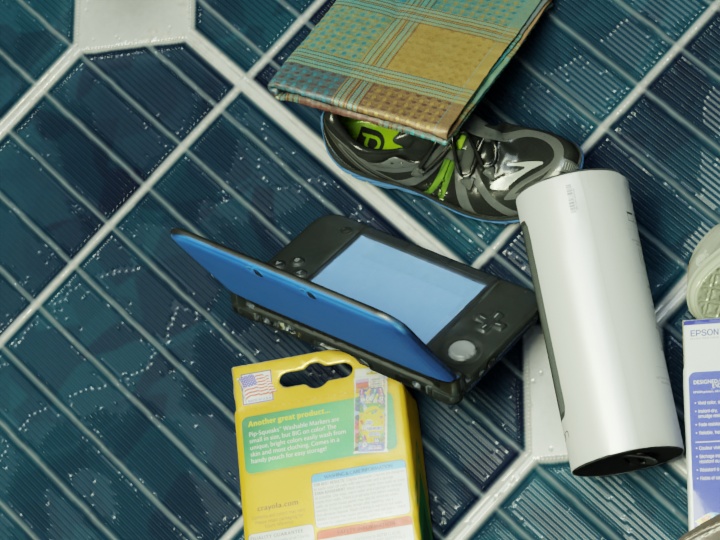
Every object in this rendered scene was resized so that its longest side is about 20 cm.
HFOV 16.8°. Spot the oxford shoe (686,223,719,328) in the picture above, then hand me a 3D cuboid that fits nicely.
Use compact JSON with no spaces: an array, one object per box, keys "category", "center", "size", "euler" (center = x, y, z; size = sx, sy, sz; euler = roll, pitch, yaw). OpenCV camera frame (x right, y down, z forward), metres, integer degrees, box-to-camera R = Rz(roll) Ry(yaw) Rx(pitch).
[{"category":"oxford shoe","center":[0.305,-0.032,1.678],"size":[0.199,0.075,0.058],"euler":[-33,20,0]}]

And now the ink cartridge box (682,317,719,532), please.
[{"category":"ink cartridge box","center":[0.266,0.131,1.633],"size":[0.094,0.037,0.202],"euler":[-4,77,15]}]

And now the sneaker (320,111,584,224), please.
[{"category":"sneaker","center":[0.061,-0.086,1.751],"size":[0.198,0.083,0.071],"euler":[13,74,17]}]

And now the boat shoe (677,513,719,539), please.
[{"category":"boat shoe","center":[0.284,0.175,1.568],"size":[0.198,0.060,0.072],"euler":[-13,74,11]}]

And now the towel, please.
[{"category":"towel","center":[0.039,-0.166,1.766],"size":[0.146,0.022,0.200],"euler":[16,43,20]}]

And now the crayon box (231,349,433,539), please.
[{"category":"crayon box","center":[-0.017,0.158,1.701],"size":[0.125,0.052,0.202],"euler":[-10,69,11]}]

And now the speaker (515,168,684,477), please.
[{"category":"speaker","center":[0.164,0.037,1.668],"size":[0.081,0.081,0.202],"euler":[-13,75,10]}]

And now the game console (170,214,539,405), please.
[{"category":"game console","center":[0.000,0.000,1.671],"size":[0.199,0.119,0.171],"euler":[22,47,30]}]
